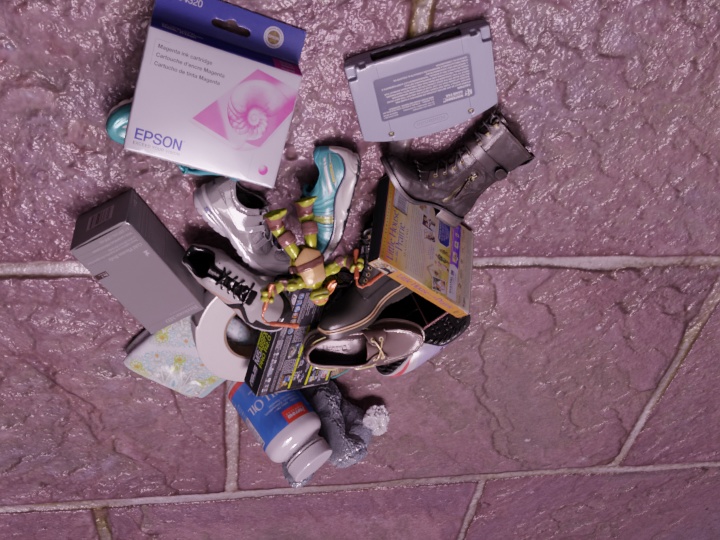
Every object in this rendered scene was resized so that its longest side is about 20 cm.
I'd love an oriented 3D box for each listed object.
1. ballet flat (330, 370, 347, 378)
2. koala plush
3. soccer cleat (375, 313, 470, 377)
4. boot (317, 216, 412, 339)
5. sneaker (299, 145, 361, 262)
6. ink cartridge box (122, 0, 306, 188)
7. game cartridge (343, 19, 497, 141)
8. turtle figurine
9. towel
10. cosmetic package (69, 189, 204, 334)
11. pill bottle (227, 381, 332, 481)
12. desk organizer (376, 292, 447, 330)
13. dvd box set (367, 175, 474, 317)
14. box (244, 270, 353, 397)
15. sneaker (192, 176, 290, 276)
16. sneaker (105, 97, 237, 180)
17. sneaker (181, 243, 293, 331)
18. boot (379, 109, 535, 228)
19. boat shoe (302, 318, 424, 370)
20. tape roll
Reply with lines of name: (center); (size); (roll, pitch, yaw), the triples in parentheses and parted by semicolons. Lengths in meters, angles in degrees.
ballet flat: (0.005, 0.122, 1.340); (0.197, 0.071, 0.066); (-32, 109, 13)
koala plush: (-0.042, 0.301, 1.455); (0.175, 0.188, 0.198); (-29, 154, 28)
soccer cleat: (0.118, 0.129, 1.375); (0.198, 0.069, 0.073); (-35, 153, 16)
boot: (0.000, 0.000, 1.176); (0.199, 0.077, 0.141); (-36, 126, -28)
sneaker: (-0.053, -0.097, 1.132); (0.078, 0.078, 0.203); (15, 125, 0)
ink cartridge box: (-0.175, -0.223, 0.933); (0.192, 0.043, 0.205); (12, 102, -22)
game cartridge: (0.085, -0.248, 1.028); (0.195, 0.042, 0.135); (-15, 138, 3)
turtle figurine: (-0.068, -0.019, 1.089); (0.196, 0.064, 0.165); (-21, 103, -10)
towel: (-0.285, 0.135, 1.305); (0.199, 0.049, 0.170); (-38, 129, 23)
cosmetic package: (-0.327, -0.009, 1.137); (0.105, 0.091, 0.201); (-25, 129, 11)
pill bottle: (-0.138, 0.261, 1.330); (0.111, 0.201, 0.113); (-36, 160, -15)
desk organizer: (0.073, 0.079, 1.260); (0.198, 0.073, 0.077); (-35, 175, 8)
dvd box set: (0.097, -0.034, 1.154); (0.198, 0.149, 0.029); (30, 145, -33)
box: (-0.093, 0.101, 1.236); (0.158, 0.044, 0.204); (-5, 124, -44)
sneaker: (-0.155, -0.065, 1.124); (0.081, 0.076, 0.200); (-33, 132, 16)
sneaker: (-0.234, -0.170, 0.997); (0.195, 0.081, 0.078); (11, 130, -20)
sneaker: (-0.187, 0.026, 1.123); (0.075, 0.197, 0.080); (-60, 159, -2)
boot: (0.141, -0.165, 1.105); (0.198, 0.070, 0.174); (26, 119, -37)
boat shoe: (0.007, 0.120, 1.189); (0.194, 0.060, 0.074); (-3, 104, -3)
tape roll: (-0.178, 0.089, 1.247); (0.198, 0.037, 0.207); (-13, 124, -20)
